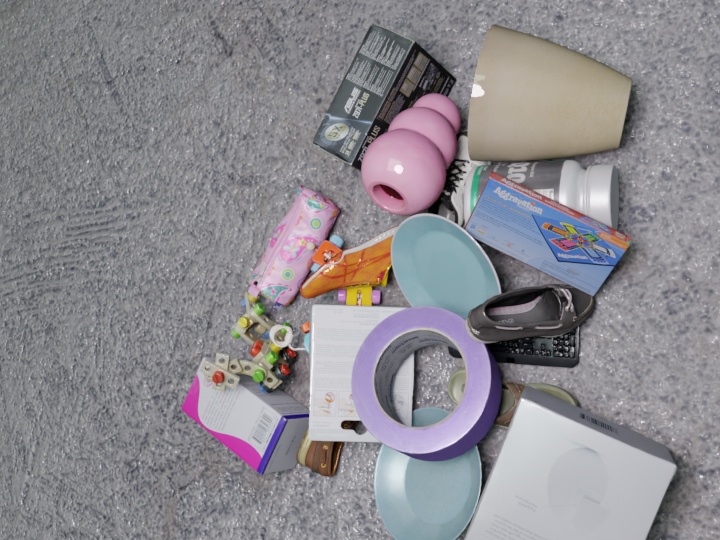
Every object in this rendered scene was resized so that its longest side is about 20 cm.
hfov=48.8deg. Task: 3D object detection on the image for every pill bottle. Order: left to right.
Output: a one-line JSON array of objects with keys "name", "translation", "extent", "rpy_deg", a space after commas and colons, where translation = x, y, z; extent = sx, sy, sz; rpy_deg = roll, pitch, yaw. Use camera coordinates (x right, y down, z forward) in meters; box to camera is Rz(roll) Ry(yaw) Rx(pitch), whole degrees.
[{"name": "pill bottle", "translation": [0.252, -0.094, 1.104], "extent": [0.197, 0.113, 0.115], "rpy_deg": [0, 83, 25]}]

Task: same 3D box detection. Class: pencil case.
[{"name": "pencil case", "translation": [-0.113, -0.039, 1.325], "extent": [0.087, 0.087, 0.202], "rpy_deg": [35, 99, 29]}]

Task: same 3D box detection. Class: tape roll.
[{"name": "tape roll", "translation": [0.092, 0.158, 1.103], "extent": [0.197, 0.085, 0.203], "rpy_deg": [-7, 69, 19]}]

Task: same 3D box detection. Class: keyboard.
[{"name": "keyboard", "translation": [0.215, 0.081, 1.144], "extent": [0.198, 0.039, 0.106], "rpy_deg": [1, 84, 29]}]

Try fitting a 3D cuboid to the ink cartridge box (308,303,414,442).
[{"name": "ink cartridge box", "translation": [0.000, 0.155, 1.201], "extent": [0.158, 0.047, 0.203], "rpy_deg": [3, 82, -7]}]

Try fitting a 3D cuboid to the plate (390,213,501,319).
[{"name": "plate", "translation": [0.126, 0.006, 1.146], "extent": [0.199, 0.025, 0.202], "rpy_deg": [28, 135, 32]}]

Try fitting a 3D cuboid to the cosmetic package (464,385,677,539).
[{"name": "cosmetic package", "translation": [0.264, 0.285, 1.011], "extent": [0.197, 0.123, 0.202], "rpy_deg": [23, 95, 15]}]

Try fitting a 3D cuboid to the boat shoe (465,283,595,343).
[{"name": "boat shoe", "translation": [0.236, 0.054, 1.059], "extent": [0.197, 0.057, 0.068], "rpy_deg": [-11, 66, -18]}]

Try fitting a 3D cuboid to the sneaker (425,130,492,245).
[{"name": "sneaker", "translation": [0.144, -0.117, 1.187], "extent": [0.075, 0.087, 0.203], "rpy_deg": [6, 84, 32]}]

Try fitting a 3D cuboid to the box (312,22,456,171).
[{"name": "box", "translation": [0.039, -0.247, 1.223], "extent": [0.086, 0.163, 0.202], "rpy_deg": [32, 99, 29]}]

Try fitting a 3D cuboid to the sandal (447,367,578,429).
[{"name": "sandal", "translation": [0.208, 0.190, 1.121], "extent": [0.199, 0.057, 0.081], "rpy_deg": [10, 88, 31]}]

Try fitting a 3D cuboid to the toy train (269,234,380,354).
[{"name": "toy train", "translation": [-0.053, 0.054, 1.271], "extent": [0.149, 0.056, 0.202], "rpy_deg": [28, 77, 8]}]

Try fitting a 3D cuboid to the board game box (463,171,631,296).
[{"name": "board game box", "translation": [0.244, -0.047, 1.054], "extent": [0.198, 0.020, 0.104], "rpy_deg": [27, 135, 5]}]

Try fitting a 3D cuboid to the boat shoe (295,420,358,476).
[{"name": "boat shoe", "translation": [-0.033, 0.231, 1.251], "extent": [0.067, 0.072, 0.202], "rpy_deg": [27, 102, 24]}]

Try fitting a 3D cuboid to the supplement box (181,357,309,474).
[{"name": "supplement box", "translation": [-0.186, 0.236, 1.316], "extent": [0.199, 0.103, 0.102], "rpy_deg": [30, 99, 28]}]

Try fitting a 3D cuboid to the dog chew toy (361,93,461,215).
[{"name": "dog chew toy", "translation": [0.083, -0.178, 1.154], "extent": [0.123, 0.125, 0.201], "rpy_deg": [13, 57, 30]}]

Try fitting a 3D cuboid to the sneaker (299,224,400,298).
[{"name": "sneaker", "translation": [0.000, 0.000, 1.222], "extent": [0.198, 0.073, 0.078], "rpy_deg": [-26, 86, -4]}]

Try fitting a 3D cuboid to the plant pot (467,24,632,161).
[{"name": "plant pot", "translation": [0.266, -0.232, 1.096], "extent": [0.197, 0.187, 0.190], "rpy_deg": [11, 88, 16]}]

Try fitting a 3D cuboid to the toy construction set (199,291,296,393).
[{"name": "toy construction set", "translation": [-0.173, 0.127, 1.289], "extent": [0.131, 0.201, 0.092], "rpy_deg": [45, 122, -11]}]

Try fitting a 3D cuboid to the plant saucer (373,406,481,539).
[{"name": "plant saucer", "translation": [0.104, 0.303, 1.158], "extent": [0.199, 0.038, 0.204], "rpy_deg": [-19, 62, 40]}]
